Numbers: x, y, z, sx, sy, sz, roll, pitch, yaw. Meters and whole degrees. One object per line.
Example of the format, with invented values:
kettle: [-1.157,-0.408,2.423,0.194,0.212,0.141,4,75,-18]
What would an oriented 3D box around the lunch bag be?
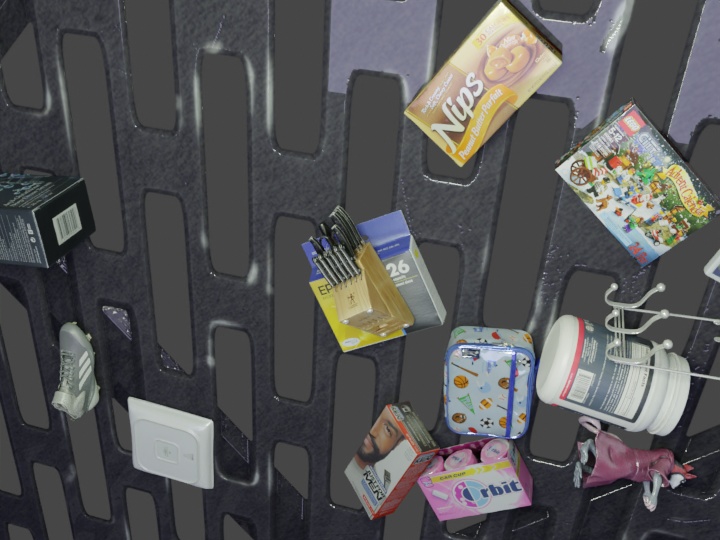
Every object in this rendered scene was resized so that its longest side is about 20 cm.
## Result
lunch bag: [0.220,0.188,1.215,0.157,0.076,0.204,5,120,12]

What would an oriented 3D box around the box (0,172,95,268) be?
box: [-0.597,-0.092,1.261,0.196,0.149,0.109,4,119,14]

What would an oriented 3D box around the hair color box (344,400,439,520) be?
hair color box: [0.054,0.351,1.329,0.111,0.063,0.202,54,130,35]

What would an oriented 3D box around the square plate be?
square plate: [-0.407,0.376,1.534,0.194,0.029,0.203,13,121,10]

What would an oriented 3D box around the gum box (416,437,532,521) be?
gum box: [0.205,0.385,1.331,0.197,0.066,0.115,-20,112,26]

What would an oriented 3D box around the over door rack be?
over door rack: [0.458,0.092,1.047,0.196,0.149,0.068,18,128,7]

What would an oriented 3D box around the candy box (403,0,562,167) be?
candy box: [0.167,-0.257,0.994,0.115,0.056,0.200,40,122,-8]

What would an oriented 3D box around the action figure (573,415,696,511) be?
action figure: [0.464,0.325,1.223,0.195,0.134,0.152,-1,76,3]

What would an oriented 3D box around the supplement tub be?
supplement tub: [0.383,0.162,1.109,0.196,0.141,0.142,18,122,5]

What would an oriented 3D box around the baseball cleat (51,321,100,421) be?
baseball cleat: [-0.578,0.210,1.447,0.068,0.107,0.204,4,117,20]

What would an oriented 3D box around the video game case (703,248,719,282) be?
video game case: [0.619,-0.031,1.003,0.180,0.022,0.202,28,123,0]

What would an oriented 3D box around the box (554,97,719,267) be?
box: [0.390,-0.120,1.013,0.200,0.038,0.136,44,121,-10]

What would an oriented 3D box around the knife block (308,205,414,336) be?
knife block: [0.000,0.000,1.145,0.063,0.179,0.199,-22,154,26]

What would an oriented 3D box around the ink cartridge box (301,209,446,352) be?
ink cartridge box: [0.018,0.024,1.203,0.195,0.047,0.202,-17,114,25]
